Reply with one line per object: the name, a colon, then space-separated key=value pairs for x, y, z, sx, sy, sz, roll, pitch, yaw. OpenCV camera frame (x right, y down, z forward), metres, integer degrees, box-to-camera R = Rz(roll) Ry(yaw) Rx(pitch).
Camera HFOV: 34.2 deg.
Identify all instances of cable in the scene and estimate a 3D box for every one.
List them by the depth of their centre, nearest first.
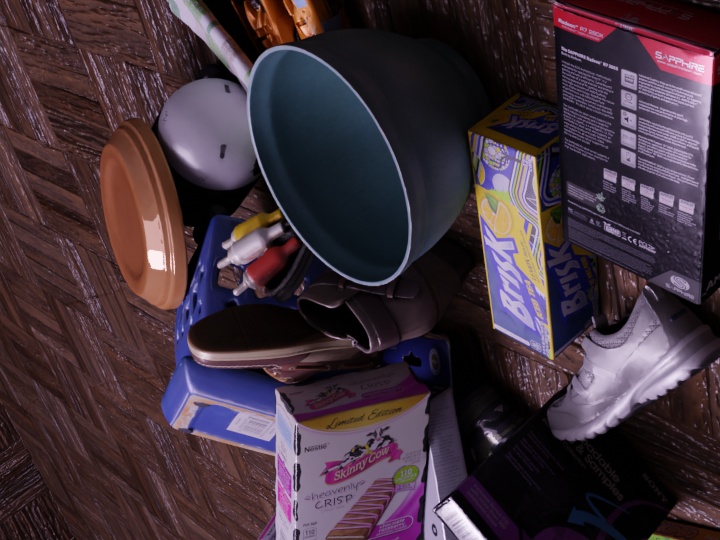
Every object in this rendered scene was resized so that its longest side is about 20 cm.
cable: x=-0.049 y=-0.049 z=1.060 sx=0.050 sy=0.200 sz=0.097 roll=28 pitch=-151 yaw=-40

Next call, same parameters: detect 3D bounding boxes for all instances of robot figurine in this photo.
robot figurine: x=-0.076 y=-0.252 z=1.007 sx=0.145 sy=0.058 sz=0.201 roll=-3 pitch=120 yaw=58
robot figurine: x=-0.162 y=-0.119 z=1.227 sx=0.150 sy=0.125 sz=0.200 roll=50 pitch=153 yaw=1

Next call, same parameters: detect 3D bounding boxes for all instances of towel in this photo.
towel: x=-0.130 y=-0.206 z=1.101 sx=0.200 sy=0.031 sz=0.149 roll=52 pitch=-178 yaw=11

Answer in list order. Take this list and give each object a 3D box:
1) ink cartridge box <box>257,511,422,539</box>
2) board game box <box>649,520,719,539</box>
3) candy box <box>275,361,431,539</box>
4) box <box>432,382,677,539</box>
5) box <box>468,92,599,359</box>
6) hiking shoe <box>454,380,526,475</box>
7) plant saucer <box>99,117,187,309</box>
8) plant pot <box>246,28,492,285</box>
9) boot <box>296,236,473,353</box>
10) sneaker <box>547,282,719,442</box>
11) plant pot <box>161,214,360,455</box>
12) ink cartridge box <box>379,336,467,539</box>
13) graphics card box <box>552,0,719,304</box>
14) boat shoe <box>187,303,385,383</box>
ink cartridge box: x=-0.017 y=0.303 z=1.298 sx=0.165 sy=0.200 sz=0.075 roll=38 pitch=145 yaw=-4
board game box: x=0.324 y=0.269 z=1.005 sx=0.200 sy=0.030 sz=0.096 roll=1 pitch=123 yaw=60
candy box: x=-0.009 y=0.196 z=1.111 sx=0.061 sy=0.136 sz=0.201 roll=-132 pitch=37 yaw=-54
box: x=0.169 y=0.198 z=0.984 sx=0.143 sy=0.200 sz=0.036 roll=50 pitch=136 yaw=7
box: x=0.139 y=-0.031 z=0.917 sx=0.070 sy=0.064 sz=0.201 roll=28 pitch=144 yaw=40
hiking shoe: x=0.132 y=0.208 z=1.182 sx=0.101 sy=0.076 sz=0.201 roll=40 pitch=149 yaw=33
plant saucer: x=-0.228 y=-0.055 z=1.207 sx=0.200 sy=0.037 sz=0.201 roll=44 pitch=141 yaw=51
plant pot: x=0.021 y=-0.107 z=0.934 sx=0.200 sy=0.134 sz=0.201 roll=38 pitch=144 yaw=34
boot: x=0.000 y=0.000 z=1.077 sx=0.200 sy=0.146 sz=0.071 roll=25 pitch=138 yaw=42
sneaker: x=0.207 y=0.073 z=0.936 sx=0.082 sy=0.075 sz=0.200 roll=58 pitch=144 yaw=13
plant pot: x=-0.095 y=0.081 z=1.199 sx=0.199 sy=0.181 sz=0.200 roll=17 pitch=155 yaw=-11
ink cartridge box: x=0.049 y=0.168 z=1.196 sx=0.199 sy=0.040 sz=0.201 roll=176 pitch=85 yaw=-70
graphics card box: x=0.193 y=-0.085 z=0.785 sx=0.125 sy=0.051 sz=0.201 roll=29 pitch=142 yaw=39
boat shoe: x=-0.063 y=0.075 z=1.071 sx=0.072 sy=0.199 sz=0.072 roll=47 pitch=134 yaw=46
